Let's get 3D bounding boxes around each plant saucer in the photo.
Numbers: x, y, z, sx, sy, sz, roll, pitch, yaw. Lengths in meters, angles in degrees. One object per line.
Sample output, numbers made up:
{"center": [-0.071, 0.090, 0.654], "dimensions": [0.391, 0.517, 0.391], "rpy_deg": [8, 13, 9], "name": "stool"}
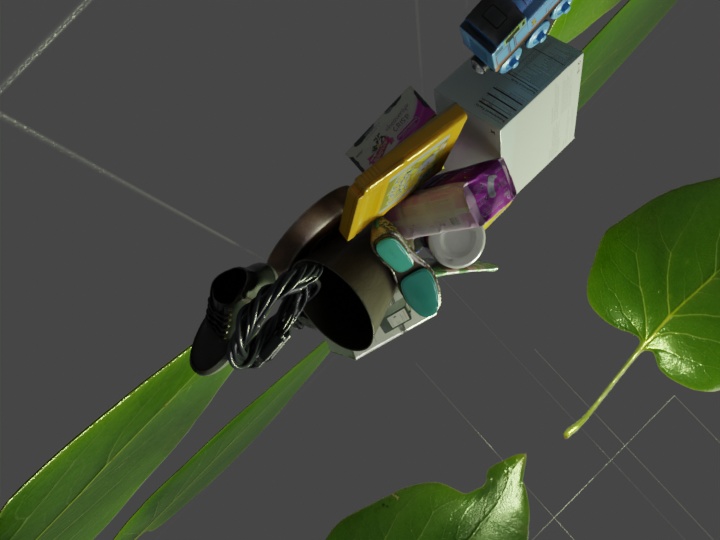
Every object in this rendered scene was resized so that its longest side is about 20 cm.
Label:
{"center": [-0.074, -0.055, 1.147], "dimensions": [0.200, 0.035, 0.201], "rpy_deg": [-43, 169, -10], "name": "plant saucer"}

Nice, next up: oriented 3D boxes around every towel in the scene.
{"center": [0.151, -0.004, 1.383], "dimensions": [0.195, 0.024, 0.152], "rpy_deg": [-5, -170, -27], "name": "towel"}

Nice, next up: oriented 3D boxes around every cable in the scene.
{"center": [-0.128, 0.058, 1.022], "dimensions": [0.201, 0.050, 0.164], "rpy_deg": [-50, 162, -11], "name": "cable"}

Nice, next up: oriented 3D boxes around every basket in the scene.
{"center": [0.000, 0.000, 1.168], "dimensions": [0.135, 0.182, 0.201], "rpy_deg": [-25, -162, 45], "name": "basket"}

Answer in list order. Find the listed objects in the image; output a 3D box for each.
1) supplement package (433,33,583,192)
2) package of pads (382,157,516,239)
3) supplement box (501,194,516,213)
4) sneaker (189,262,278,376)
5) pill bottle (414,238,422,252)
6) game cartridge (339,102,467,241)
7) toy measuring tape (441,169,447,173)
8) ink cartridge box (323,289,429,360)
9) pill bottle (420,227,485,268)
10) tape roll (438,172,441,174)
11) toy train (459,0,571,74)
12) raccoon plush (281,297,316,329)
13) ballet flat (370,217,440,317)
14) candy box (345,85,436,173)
{"center": [0.245, -0.259, 1.149], "dimensions": [0.199, 0.147, 0.193], "rpy_deg": [-42, 148, -15], "name": "supplement package"}
{"center": [0.136, -0.110, 1.102], "dimensions": [0.120, 0.077, 0.198], "rpy_deg": [-38, -161, -35], "name": "package of pads"}
{"center": [0.250, -0.163, 1.412], "dimensions": [0.109, 0.109, 0.200], "rpy_deg": [-42, 170, -9], "name": "supplement box"}
{"center": [-0.209, 0.070, 1.015], "dimensions": [0.202, 0.074, 0.106], "rpy_deg": [-56, 164, 9], "name": "sneaker"}
{"center": [0.037, -0.024, 1.502], "dimensions": [0.201, 0.114, 0.113], "rpy_deg": [-48, 169, 23], "name": "pill bottle"}
{"center": [0.057, -0.137, 1.001], "dimensions": [0.199, 0.033, 0.177], "rpy_deg": [-40, 171, -16], "name": "game cartridge"}
{"center": [0.146, -0.199, 1.294], "dimensions": [0.073, 0.073, 0.202], "rpy_deg": [-38, 152, -30], "name": "toy measuring tape"}
{"center": [0.032, 0.090, 1.386], "dimensions": [0.197, 0.086, 0.145], "rpy_deg": [-26, -170, -21], "name": "ink cartridge box"}
{"center": [0.176, -0.074, 1.383], "dimensions": [0.111, 0.111, 0.200], "rpy_deg": [-45, -171, 5], "name": "pill bottle"}
{"center": [0.168, -0.192, 1.488], "dimensions": [0.202, 0.071, 0.203], "rpy_deg": [-43, 170, -10], "name": "tape roll"}
{"center": [0.228, -0.368, 0.976], "dimensions": [0.200, 0.087, 0.114], "rpy_deg": [-46, 164, 6], "name": "toy train"}
{"center": [-0.095, 0.036, 1.384], "dimensions": [0.135, 0.097, 0.199], "rpy_deg": [-53, -160, -21], "name": "raccoon plush"}
{"center": [0.075, -0.012, 1.123], "dimensions": [0.067, 0.201, 0.076], "rpy_deg": [-26, -142, 15], "name": "ballet flat"}
{"center": [0.061, -0.189, 1.073], "dimensions": [0.136, 0.061, 0.200], "rpy_deg": [-45, 170, 7], "name": "candy box"}
